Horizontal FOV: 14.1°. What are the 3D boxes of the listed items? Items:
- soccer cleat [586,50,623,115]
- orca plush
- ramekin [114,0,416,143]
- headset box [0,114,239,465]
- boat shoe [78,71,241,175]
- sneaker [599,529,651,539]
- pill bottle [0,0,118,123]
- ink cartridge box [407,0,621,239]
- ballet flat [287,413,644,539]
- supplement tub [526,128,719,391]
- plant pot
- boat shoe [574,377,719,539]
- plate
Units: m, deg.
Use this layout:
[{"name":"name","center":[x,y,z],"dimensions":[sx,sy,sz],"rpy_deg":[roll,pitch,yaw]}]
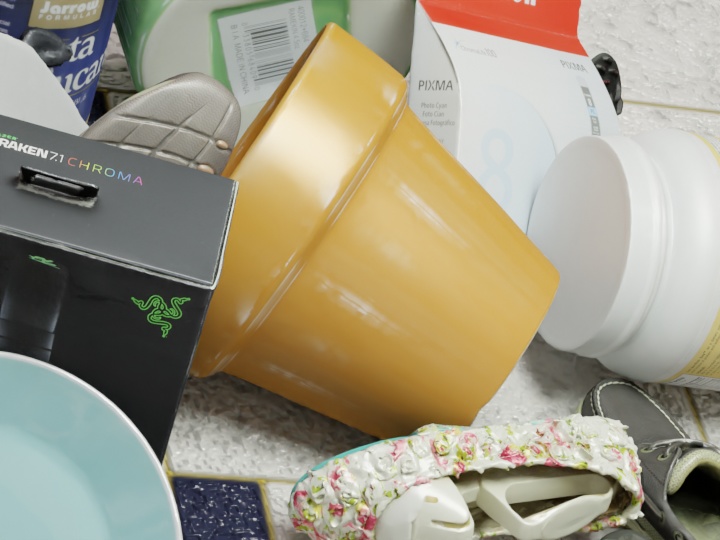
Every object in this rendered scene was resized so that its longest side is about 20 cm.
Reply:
[{"name":"soccer cleat","center":[0.088,-0.076,1.800],"dimensions":[0.073,0.069,0.200],"rpy_deg":[8,37,35]},{"name":"orca plush","center":[-0.191,-0.076,1.631],"dimensions":[0.200,0.071,0.106],"rpy_deg":[22,63,-57]},{"name":"ramekin","center":[-0.056,-0.163,1.730],"dimensions":[0.199,0.201,0.098],"rpy_deg":[2,48,-21]},{"name":"headset box","center":[-0.166,0.023,1.446],"dimensions":[0.173,0.201,0.093],"rpy_deg":[16,37,-5]},{"name":"boat shoe","center":[-0.149,-0.035,1.550],"dimensions":[0.075,0.200,0.073],"rpy_deg":[47,2,-23]},{"name":"sneaker","center":[0.148,0.191,1.464],"dimensions":[0.066,0.091,0.201],"rpy_deg":[15,38,-7]},{"name":"pill bottle","center":[-0.192,-0.166,1.664],"dimensions":[0.110,0.201,0.111],"rpy_deg":[11,38,-9]},{"name":"ink cartridge box","center":[0.096,-0.116,1.709],"dimensions":[0.047,0.201,0.160],"rpy_deg":[5,-1,41]},{"name":"ballet flat","center":[0.062,0.117,1.521],"dimensions":[0.199,0.076,0.064],"rpy_deg":[-10,41,-20]},{"name":"supplement tub","center":[0.210,-0.003,1.670],"dimensions":[0.199,0.146,0.146],"rpy_deg":[8,38,-25]},{"name":"plant pot","center":[0.000,0.000,1.572],"dimensions":[0.183,0.200,0.200],"rpy_deg":[35,37,-6]},{"name":"boat shoe","center":[0.181,0.123,1.581],"dimensions":[0.071,0.066,0.201],"rpy_deg":[-2,43,-25]},{"name":"plate","center":[-0.184,0.138,1.379],"dimensions":[0.199,0.026,0.202],"rpy_deg":[4,76,-14]}]
